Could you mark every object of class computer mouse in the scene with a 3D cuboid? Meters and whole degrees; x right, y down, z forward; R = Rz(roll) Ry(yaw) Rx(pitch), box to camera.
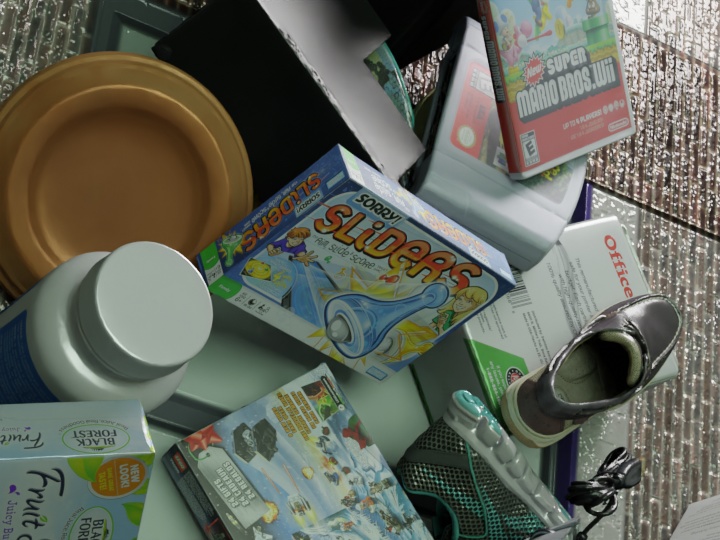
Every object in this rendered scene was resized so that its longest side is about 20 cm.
[{"bbox_3d":[0.124,0.202,1.436,0.044,0.200,0.110,40,26,9],"label":"computer mouse"}]

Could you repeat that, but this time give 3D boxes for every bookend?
[{"bbox_3d":[-0.032,-0.134,1.524,0.199,0.092,0.200,54,25,-7],"label":"bookend"}]

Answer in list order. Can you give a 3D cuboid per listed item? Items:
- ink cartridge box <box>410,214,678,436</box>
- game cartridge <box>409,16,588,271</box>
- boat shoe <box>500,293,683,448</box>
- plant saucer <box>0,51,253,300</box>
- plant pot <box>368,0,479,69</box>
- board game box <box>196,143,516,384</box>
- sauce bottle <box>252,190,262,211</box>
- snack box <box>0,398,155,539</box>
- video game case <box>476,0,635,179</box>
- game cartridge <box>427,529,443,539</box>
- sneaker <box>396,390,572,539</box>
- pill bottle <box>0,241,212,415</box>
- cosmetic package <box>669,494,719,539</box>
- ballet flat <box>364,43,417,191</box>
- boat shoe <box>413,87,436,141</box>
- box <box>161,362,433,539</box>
[{"bbox_3d":[0.138,0.049,1.613,0.200,0.083,0.147,-12,77,-37],"label":"ink cartridge box"},{"bbox_3d":[0.116,-0.100,1.606,0.133,0.041,0.200,30,49,-18],"label":"game cartridge"},{"bbox_3d":[0.189,0.070,1.543,0.200,0.065,0.072,-28,87,-39],"label":"boat shoe"},{"bbox_3d":[-0.169,-0.051,1.410,0.200,0.037,0.201,-2,98,-15],"label":"plant saucer"},{"bbox_3d":[0.067,-0.303,1.656,0.199,0.177,0.200,-31,91,-39],"label":"plant pot"},{"bbox_3d":[0.000,0.000,1.440,0.200,0.135,0.035,30,31,-44],"label":"board game box"},{"bbox_3d":[-0.042,-0.011,1.527,0.200,0.065,0.065,33,55,-19],"label":"sauce bottle"},{"bbox_3d":[-0.237,0.148,1.245,0.199,0.142,0.053,-1,42,-20],"label":"snack box"},{"bbox_3d":[0.149,-0.185,1.580,0.143,0.017,0.201,-23,106,-40],"label":"video game case"},{"bbox_3d":[0.097,0.272,1.522,0.200,0.040,0.134,16,59,-29],"label":"game cartridge"},{"bbox_3d":[0.098,0.181,1.503,0.091,0.078,0.200,-37,113,2],"label":"sneaker"},{"bbox_3d":[-0.179,0.054,1.317,0.112,0.200,0.113,14,64,-29],"label":"pill bottle"},{"bbox_3d":[0.280,0.280,1.613,0.108,0.085,0.200,47,51,-12],"label":"cosmetic package"},{"bbox_3d":[0.013,-0.095,1.600,0.074,0.074,0.200,-11,75,-37],"label":"ballet flat"},{"bbox_3d":[0.103,-0.139,1.682,0.073,0.063,0.201,50,51,-7],"label":"boat shoe"},{"bbox_3d":[-0.032,0.183,1.442,0.137,0.040,0.200,-26,80,-31],"label":"box"}]
